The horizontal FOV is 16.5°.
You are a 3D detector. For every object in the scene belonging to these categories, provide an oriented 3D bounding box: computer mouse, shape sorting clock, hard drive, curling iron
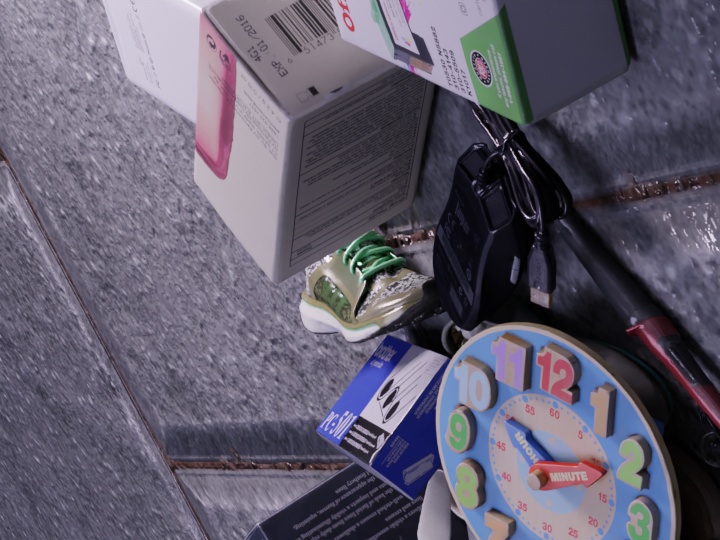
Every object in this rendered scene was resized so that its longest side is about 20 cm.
[{"bbox_3d":[0.099,-0.019,1.587,0.201,0.046,0.141,98,153,-45],"label":"computer mouse"},{"bbox_3d":[0.122,0.129,1.582,0.199,0.039,0.201,20,119,40],"label":"shape sorting clock"},{"bbox_3d":[-0.143,-0.177,1.955,0.200,0.027,0.133,34,147,49],"label":"hard drive"},{"bbox_3d":[0.178,0.042,1.531,0.200,0.025,0.050,53,155,17],"label":"curling iron"}]

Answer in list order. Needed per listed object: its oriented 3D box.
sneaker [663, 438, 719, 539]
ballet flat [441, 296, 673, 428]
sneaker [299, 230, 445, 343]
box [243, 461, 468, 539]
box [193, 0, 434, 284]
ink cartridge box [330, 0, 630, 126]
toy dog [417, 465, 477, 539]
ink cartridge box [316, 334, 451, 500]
[{"bbox_3d":[0.160,0.147,1.637,0.200,0.075,0.071,24,139,57],"label":"sneaker"},{"bbox_3d":[0.124,0.071,1.636,0.200,0.063,0.068,30,143,51],"label":"ballet flat"},{"bbox_3d":[0.000,0.000,1.817,0.200,0.077,0.089,2,111,63],"label":"sneaker"},{"bbox_3d":[0.019,0.260,1.994,0.201,0.148,0.107,56,159,10],"label":"box"},{"bbox_3d":[-0.032,-0.108,1.665,0.109,0.127,0.200,50,156,22],"label":"box"},{"bbox_3d":[0.053,-0.187,1.433,0.200,0.084,0.146,31,145,52],"label":"ink cartridge box"},{"bbox_3d":[0.078,0.185,1.839,0.200,0.096,0.133,32,146,49],"label":"toy dog"},{"bbox_3d":[0.029,0.103,1.779,0.044,0.094,0.200,38,176,-11],"label":"ink cartridge box"}]
